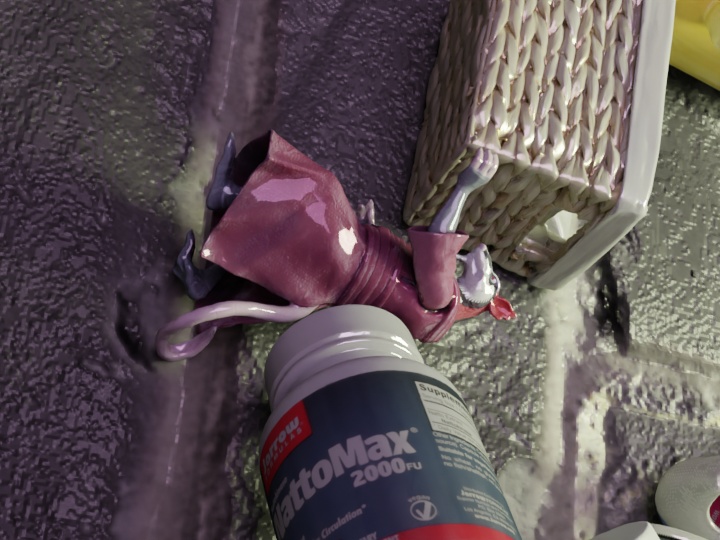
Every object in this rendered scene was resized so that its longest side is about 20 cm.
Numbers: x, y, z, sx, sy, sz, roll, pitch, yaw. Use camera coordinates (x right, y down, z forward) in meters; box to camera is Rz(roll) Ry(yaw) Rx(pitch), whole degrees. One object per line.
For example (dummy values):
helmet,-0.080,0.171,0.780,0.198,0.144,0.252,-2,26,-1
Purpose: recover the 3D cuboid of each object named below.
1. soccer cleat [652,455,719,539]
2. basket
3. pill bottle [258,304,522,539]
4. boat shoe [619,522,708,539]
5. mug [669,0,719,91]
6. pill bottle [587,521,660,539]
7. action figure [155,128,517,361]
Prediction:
soccer cleat,0.274,0.187,0.887,0.200,0.086,0.070,36,60,-5
basket,0.114,-0.111,0.919,0.123,0.136,0.200,19,63,-10
pill bottle,0.010,0.116,0.748,0.119,0.120,0.200,4,37,-21
boat shoe,0.229,0.229,0.860,0.200,0.073,0.062,40,56,-9
mug,0.274,-0.177,1.012,0.153,0.149,0.187,33,61,-17
pill bottle,0.170,0.251,0.797,0.113,0.113,0.200,-26,84,-29
action figure,0.000,0.000,0.824,0.200,0.134,0.149,21,64,-11
